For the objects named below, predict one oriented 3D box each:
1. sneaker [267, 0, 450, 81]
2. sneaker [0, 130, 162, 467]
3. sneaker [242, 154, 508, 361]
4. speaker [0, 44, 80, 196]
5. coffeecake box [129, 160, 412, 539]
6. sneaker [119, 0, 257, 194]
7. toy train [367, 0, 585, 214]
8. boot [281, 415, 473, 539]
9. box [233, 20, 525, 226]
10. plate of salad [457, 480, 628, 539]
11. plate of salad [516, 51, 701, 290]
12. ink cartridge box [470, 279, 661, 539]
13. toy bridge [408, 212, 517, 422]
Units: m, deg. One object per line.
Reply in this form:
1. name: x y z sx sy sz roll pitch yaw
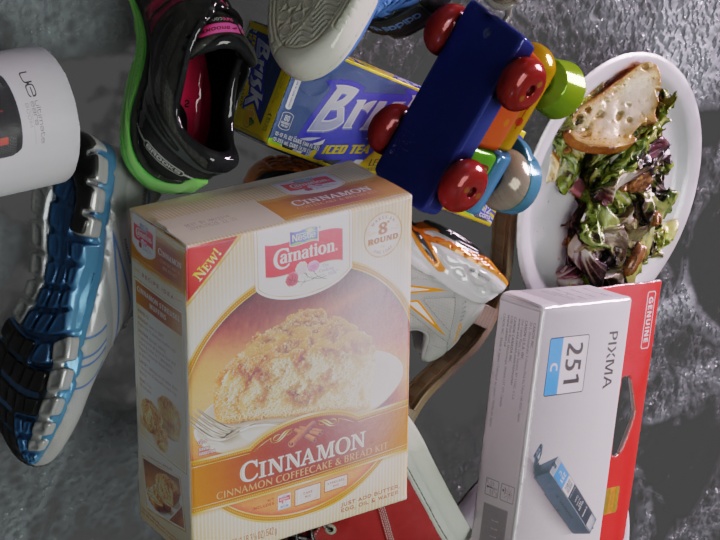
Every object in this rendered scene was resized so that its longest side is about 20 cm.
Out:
1. sneaker: 0.010 -0.166 1.304 0.111 0.076 0.201 52 37 -39
2. sneaker: -0.157 0.022 1.289 0.086 0.075 0.202 8 102 -45
3. sneaker: 0.000 0.000 1.394 0.199 0.076 0.092 27 101 -28
4. speaker: -0.254 -0.067 1.174 0.199 0.081 0.082 -14 115 -33
5. coffeecake box: -0.051 0.052 1.279 0.153 0.073 0.202 -14 116 -30
6. sneaker: -0.094 -0.145 1.250 0.076 0.083 0.202 -8 96 -48
7. toy train: 0.100 -0.125 1.325 0.115 0.085 0.201 12 113 -52
8. boot: -0.022 0.145 1.429 0.144 0.072 0.201 -31 127 -4
9. box: 0.008 -0.092 1.378 0.199 0.064 0.071 18 95 -40
10. plate of salad: 0.128 0.224 1.592 0.199 0.048 0.202 -14 114 -33
11. plate of salad: 0.184 -0.053 1.528 0.199 0.048 0.202 -22 122 -40
12. ink cartridge box: 0.155 0.111 1.496 0.175 0.045 0.202 -5 106 -44
13. toy bridge: 0.065 0.022 1.488 0.067 0.027 0.201 23 93 -41
